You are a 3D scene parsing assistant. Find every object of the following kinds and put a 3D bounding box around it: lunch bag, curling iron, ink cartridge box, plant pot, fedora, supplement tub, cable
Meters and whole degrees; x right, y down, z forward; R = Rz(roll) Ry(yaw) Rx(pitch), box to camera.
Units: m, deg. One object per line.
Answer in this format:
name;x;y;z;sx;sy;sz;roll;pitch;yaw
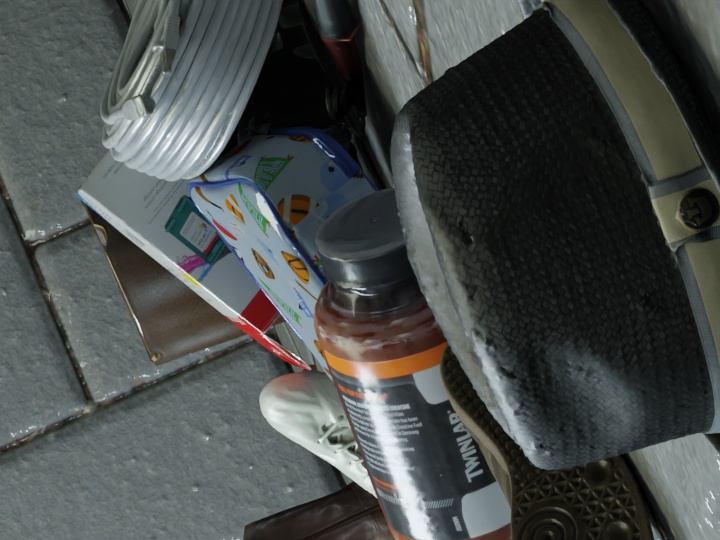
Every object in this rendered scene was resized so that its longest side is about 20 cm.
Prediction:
lunch bag;-0.021;-0.006;1.388;0.200;0.075;0.160;54;163;-14
curling iron;-0.012;-0.135;1.299;0.200;0.025;0.050;82;-173;-65
ink cartridge box;-0.100;-0.017;1.528;0.200;0.067;0.116;39;175;-7
plant pot;-0.098;-0.032;1.682;0.200;0.198;0.201;156;90;-85
fedora;0.068;-0.006;0.740;0.201;0.091;0.201;157;90;-85
supplement tub;0.038;0.056;1.218;0.107;0.107;0.201;-123;12;-60
cable;-0.103;-0.155;1.392;0.200;0.069;0.201;149;141;-68

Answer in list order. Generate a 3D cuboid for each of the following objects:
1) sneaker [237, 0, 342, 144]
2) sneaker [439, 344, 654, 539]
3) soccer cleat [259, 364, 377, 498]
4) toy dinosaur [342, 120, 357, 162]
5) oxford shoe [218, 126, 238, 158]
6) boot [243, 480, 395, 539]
sneaker;-0.052;-0.114;1.523;0.089;0.074;0.201;79;180;-61
sneaker;0.106;0.109;1.100;0.076;0.070;0.200;45;-164;-48
soccer cleat;0.014;0.130;1.581;0.200;0.069;0.078;27;-141;-32
toy dinosaur;0.000;0.000;1.513;0.200;0.077;0.102;65;-178;42
oxford shoe;-0.116;-0.135;1.602;0.200;0.084;0.073;-70;-33;-58
boot;-0.010;0.294;2.163;0.064;0.199;0.187;73;172;-51
